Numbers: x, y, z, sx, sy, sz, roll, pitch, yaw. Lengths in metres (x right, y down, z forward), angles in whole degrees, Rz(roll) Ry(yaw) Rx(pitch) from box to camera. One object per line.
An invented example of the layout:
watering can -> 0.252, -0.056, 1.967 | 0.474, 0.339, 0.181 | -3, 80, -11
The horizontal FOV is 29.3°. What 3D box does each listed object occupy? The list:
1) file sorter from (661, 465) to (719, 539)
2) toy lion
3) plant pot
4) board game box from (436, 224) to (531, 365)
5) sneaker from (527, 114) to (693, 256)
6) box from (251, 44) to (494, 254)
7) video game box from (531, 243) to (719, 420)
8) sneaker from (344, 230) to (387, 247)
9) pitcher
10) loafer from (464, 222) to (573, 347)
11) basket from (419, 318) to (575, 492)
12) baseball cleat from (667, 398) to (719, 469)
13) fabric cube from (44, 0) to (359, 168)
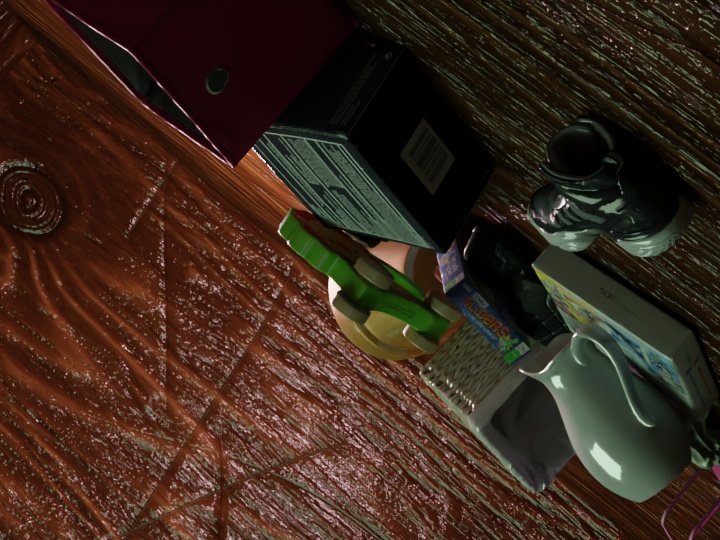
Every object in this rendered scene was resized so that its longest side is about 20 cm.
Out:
file sorter -> 0.517, 0.359, 1.815 | 0.200, 0.126, 0.139 | 36, 171, 39
toy lion -> 0.000, 0.000, 1.610 | 0.199, 0.069, 0.192 | 25, -165, -42
plant pot -> 0.080, 0.017, 1.914 | 0.200, 0.201, 0.183 | 42, 158, -12
board game box -> 0.149, 0.015, 1.734 | 0.135, 0.034, 0.201 | 45, -162, -23
sneaker -> 0.186, -0.076, 1.161 | 0.114, 0.076, 0.200 | 45, 167, -24
box -> 0.001, -0.135, 1.465 | 0.197, 0.124, 0.200 | 13, 154, 45
video game box -> 0.298, 0.067, 1.538 | 0.199, 0.047, 0.182 | 37, 175, 34
sneaker -> 0.023, -0.084, 1.708 | 0.076, 0.112, 0.200 | 22, -179, 15
pitcher -> 0.287, 0.153, 1.541 | 0.201, 0.121, 0.172 | 51, 162, 5
loafer -> 0.209, 0.017, 1.688 | 0.200, 0.073, 0.072 | 49, -154, -16
basket -> 0.221, 0.159, 1.904 | 0.161, 0.200, 0.198 | 36, 172, 48
baseball cleat -> 0.383, 0.182, 1.682 | 0.106, 0.070, 0.200 | 35, 170, 41
fabric cube -> -0.160, -0.262, 1.380 | 0.200, 0.200, 0.196 | 35, 170, 41
